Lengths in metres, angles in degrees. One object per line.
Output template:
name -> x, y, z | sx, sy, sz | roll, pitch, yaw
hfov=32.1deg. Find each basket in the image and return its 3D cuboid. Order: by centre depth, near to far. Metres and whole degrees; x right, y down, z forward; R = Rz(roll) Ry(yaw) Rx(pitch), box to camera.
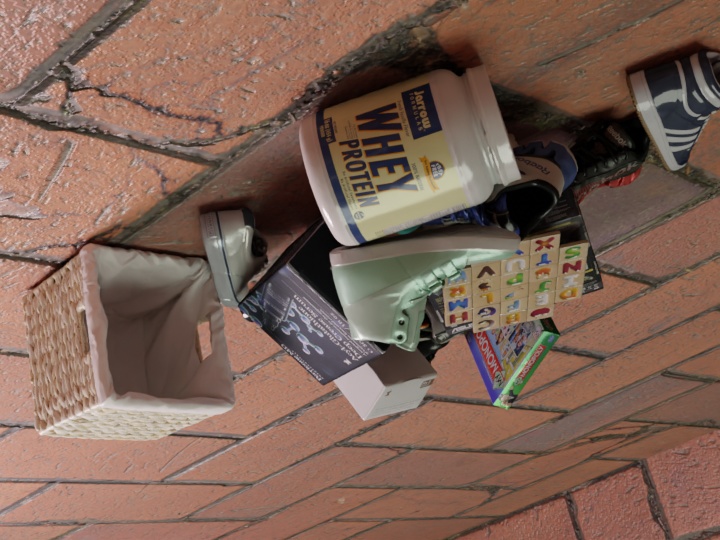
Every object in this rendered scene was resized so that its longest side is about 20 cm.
basket -> -0.282, 0.094, 1.520 | 0.161, 0.199, 0.200 | -28, 155, 38

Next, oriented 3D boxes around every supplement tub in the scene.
supplement tub -> 0.052, -0.120, 1.281 | 0.199, 0.145, 0.145 | -19, 158, 9

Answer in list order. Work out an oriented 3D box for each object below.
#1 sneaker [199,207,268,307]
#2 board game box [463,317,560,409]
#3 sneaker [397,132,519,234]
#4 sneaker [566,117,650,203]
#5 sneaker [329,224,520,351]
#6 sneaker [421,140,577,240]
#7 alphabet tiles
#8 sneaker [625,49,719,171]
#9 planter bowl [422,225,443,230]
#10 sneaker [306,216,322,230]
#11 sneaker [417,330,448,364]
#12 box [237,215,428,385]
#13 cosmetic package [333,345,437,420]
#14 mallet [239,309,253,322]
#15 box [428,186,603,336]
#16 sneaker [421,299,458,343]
sneaker -> -0.145, -0.011, 1.511 | 0.071, 0.073, 0.200 | -9, 157, -2
board game box -> 0.198, 0.074, 1.712 | 0.029, 0.200, 0.135 | 18, 119, -25
sneaker -> 0.107, -0.090, 1.472 | 0.200, 0.080, 0.077 | -31, 152, 36
sneaker -> 0.266, -0.128, 1.464 | 0.200, 0.071, 0.098 | -23, 156, -31
sneaker -> 0.075, 0.020, 1.310 | 0.200, 0.119, 0.074 | -9, -171, 10
sneaker -> 0.132, -0.081, 1.359 | 0.199, 0.115, 0.081 | -9, 119, 20
alphabet tiles -> 0.176, 0.017, 1.429 | 0.166, 0.006, 0.200 | -12, 151, -1
sneaker -> 0.382, -0.183, 1.435 | 0.108, 0.070, 0.200 | -21, 153, 19
planter bowl -> 0.193, -0.026, 1.606 | 0.199, 0.135, 0.200 | -13, 158, -5
sneaker -> 0.000, 0.000, 1.575 | 0.077, 0.112, 0.200 | -22, 157, 17
sneaker -> 0.080, 0.126, 1.742 | 0.070, 0.090, 0.200 | -25, -179, -28
box -> -0.034, 0.032, 1.457 | 0.107, 0.148, 0.200 | -50, -174, -25
cosmetic package -> -0.002, 0.097, 1.644 | 0.101, 0.200, 0.074 | -7, 139, -41
mallet -> -0.095, 0.055, 1.755 | 0.066, 0.041, 0.200 | -24, 160, 22
box -> 0.172, -0.006, 1.460 | 0.199, 0.049, 0.161 | -18, 144, 11
sneaker -> 0.076, 0.031, 1.626 | 0.079, 0.200, 0.074 | -40, 125, -9
